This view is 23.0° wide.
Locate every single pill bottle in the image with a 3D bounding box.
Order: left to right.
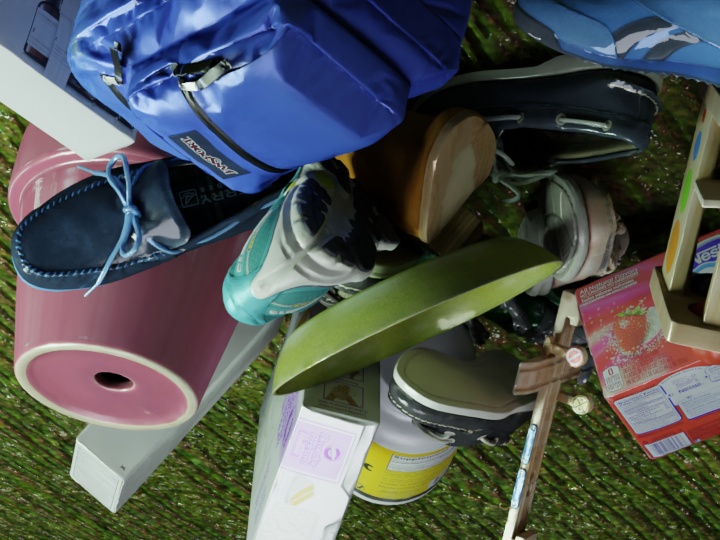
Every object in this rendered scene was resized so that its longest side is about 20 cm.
[{"bbox_3d":[0.035,0.106,1.414,0.111,0.112,0.200,11,152,-3],"label":"pill bottle"}]

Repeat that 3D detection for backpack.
[{"bbox_3d":[-0.066,-0.135,0.968,0.199,0.169,0.162,-15,136,40],"label":"backpack"}]

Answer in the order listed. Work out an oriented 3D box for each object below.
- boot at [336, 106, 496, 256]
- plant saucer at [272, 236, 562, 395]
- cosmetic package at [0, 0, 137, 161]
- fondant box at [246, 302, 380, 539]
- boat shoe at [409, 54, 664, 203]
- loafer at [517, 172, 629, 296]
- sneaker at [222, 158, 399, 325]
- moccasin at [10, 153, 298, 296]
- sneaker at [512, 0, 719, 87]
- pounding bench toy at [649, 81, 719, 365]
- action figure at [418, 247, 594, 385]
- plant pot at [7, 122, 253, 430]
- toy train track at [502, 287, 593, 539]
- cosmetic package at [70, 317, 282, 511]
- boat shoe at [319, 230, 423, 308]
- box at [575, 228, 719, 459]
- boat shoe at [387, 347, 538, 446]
[{"bbox_3d":[0.008,-0.079,1.078,0.144,0.071,0.201,38,168,14],"label":"boot"},{"bbox_3d":[0.030,0.024,1.106,0.199,0.031,0.200,-25,173,-3],"label":"plant saucer"},{"bbox_3d":[-0.211,-0.155,1.061,0.050,0.083,0.200,-17,142,36],"label":"cosmetic package"},{"bbox_3d":[-0.033,0.104,1.270,0.058,0.200,0.145,15,118,-9],"label":"fondant box"},{"bbox_3d":[0.102,-0.085,1.098,0.199,0.062,0.075,-7,154,42],"label":"boat shoe"},{"bbox_3d":[0.149,-0.025,1.180,0.062,0.072,0.200,-6,172,-6],"label":"loafer"},{"bbox_3d":[-0.033,-0.019,1.004,0.080,0.200,0.078,-38,92,15],"label":"sneaker"},{"bbox_3d":[-0.126,-0.047,1.116,0.199,0.081,0.068,-23,177,-16],"label":"moccasin"},{"bbox_3d":[0.187,-0.147,0.990,0.199,0.066,0.079,14,117,12],"label":"sneaker"},{"bbox_3d":[0.284,-0.013,1.033,0.199,0.157,0.124,11,-164,2],"label":"pounding bench toy"},{"bbox_3d":[0.108,0.025,1.311,0.199,0.055,0.118,29,159,-22],"label":"action figure"},{"bbox_3d":[-0.158,0.003,1.224,0.199,0.180,0.200,8,151,4],"label":"plant pot"},{"bbox_3d":[0.137,0.113,1.245,0.032,0.201,0.114,19,-166,27],"label":"toy train track"},{"bbox_3d":[-0.135,0.084,1.335,0.051,0.200,0.083,40,153,5],"label":"cosmetic package"},{"bbox_3d":[-0.001,0.000,1.183,0.071,0.066,0.201,18,-171,-2],"label":"boat shoe"},{"bbox_3d":[0.258,0.034,1.185,0.199,0.096,0.100,-24,141,16],"label":"box"},{"bbox_3d":[0.069,0.095,1.244,0.074,0.060,0.200,41,-163,19],"label":"boat shoe"}]
